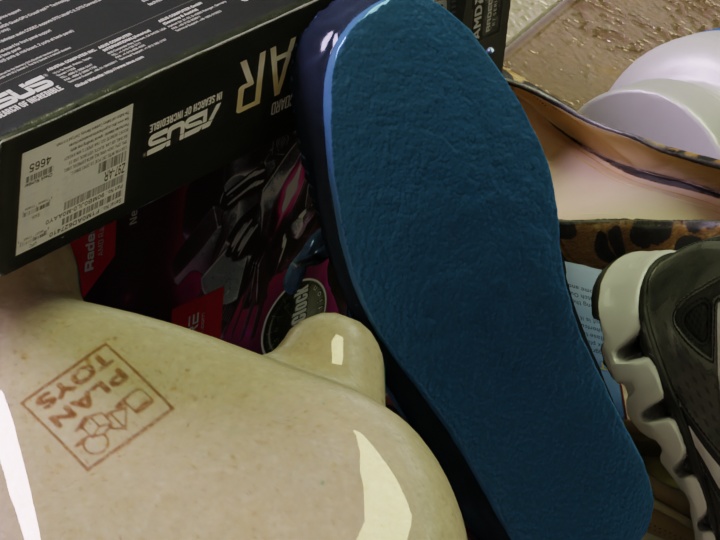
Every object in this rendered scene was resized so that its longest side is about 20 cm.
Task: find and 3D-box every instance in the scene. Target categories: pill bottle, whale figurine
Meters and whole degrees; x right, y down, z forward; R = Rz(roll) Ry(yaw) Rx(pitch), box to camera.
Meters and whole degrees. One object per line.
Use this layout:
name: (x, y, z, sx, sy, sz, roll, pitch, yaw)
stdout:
pill bottle: (0.162, -0.045, 1.176, 0.112, 0.112, 0.200, 37, 29, 22)
whale figurine: (-0.058, 0.070, 0.777, 0.159, 0.104, 0.200, -37, 59, -20)

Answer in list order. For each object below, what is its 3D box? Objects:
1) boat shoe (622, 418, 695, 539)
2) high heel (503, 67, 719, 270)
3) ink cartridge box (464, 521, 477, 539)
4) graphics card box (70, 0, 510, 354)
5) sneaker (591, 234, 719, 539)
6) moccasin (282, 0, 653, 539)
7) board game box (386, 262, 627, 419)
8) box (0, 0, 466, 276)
boat shoe: (0.129, 0.078, 0.977, 0.200, 0.063, 0.073, 6, 33, -34)
high heel: (0.075, -0.045, 0.985, 0.200, 0.143, 0.071, 41, 63, 1)
ink cartridge box: (0.005, 0.098, 0.866, 0.200, 0.042, 0.119, 30, 26, 12)
graphics card box: (-0.037, -0.029, 0.910, 0.051, 0.126, 0.200, 27, 36, 34)
sneaker: (0.146, 0.074, 0.895, 0.066, 0.090, 0.201, -19, 83, -44)
moccasin: (0.018, 0.010, 0.834, 0.080, 0.200, 0.068, -30, 29, -21)
board game box: (0.000, 0.000, 1.019, 0.199, 0.019, 0.103, 16, 45, -23)
box: (-0.089, -0.082, 0.823, 0.160, 0.044, 0.200, 28, 38, 28)
